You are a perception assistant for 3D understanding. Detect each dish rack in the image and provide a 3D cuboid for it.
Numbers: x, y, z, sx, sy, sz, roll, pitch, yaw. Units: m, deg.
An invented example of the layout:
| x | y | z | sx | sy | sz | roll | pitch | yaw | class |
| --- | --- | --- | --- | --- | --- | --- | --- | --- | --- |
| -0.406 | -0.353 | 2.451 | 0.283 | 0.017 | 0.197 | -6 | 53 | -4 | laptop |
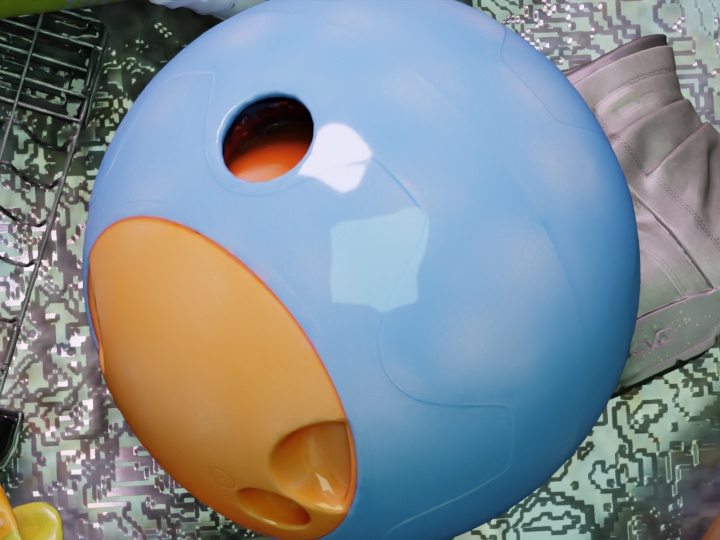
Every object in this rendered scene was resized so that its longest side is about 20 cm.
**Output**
| x | y | z | sx | sy | sz | roll | pitch | yaw | class |
| --- | --- | --- | --- | --- | --- | --- | --- | --- | --- |
| -0.185 | -0.031 | 0.880 | 0.152 | 0.055 | 0.201 | 16 | 83 | -5 | dish rack |

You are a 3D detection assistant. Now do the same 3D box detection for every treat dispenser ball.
| x | y | z | sx | sy | sz | roll | pitch | yaw | class |
| --- | --- | --- | --- | --- | --- | --- | --- | --- | --- |
| 0.000 | 0.000 | 0.807 | 0.199 | 0.201 | 0.203 | 0 | 86 | -5 | treat dispenser ball |

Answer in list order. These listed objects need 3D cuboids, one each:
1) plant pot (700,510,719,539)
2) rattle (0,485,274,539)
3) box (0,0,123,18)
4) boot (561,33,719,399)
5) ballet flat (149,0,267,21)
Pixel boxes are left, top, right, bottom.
| x | y | z | sx | sy | sz | roll | pitch | yaw | class |
| --- | --- | --- | --- | --- | --- | --- | --- | --- | --- |
| 0.234 | 0.087 | 0.861 | 0.186 | 0.186 | 0.201 | 28 | 71 | -3 | plant pot |
| -0.088 | 0.096 | 0.842 | 0.199 | 0.131 | 0.143 | -18 | 56 | -35 | rattle |
| -0.094 | -0.166 | 0.868 | 0.199 | 0.048 | 0.123 | -12 | 87 | -26 | box |
| 0.143 | -0.040 | 0.906 | 0.199 | 0.068 | 0.131 | -23 | 83 | -8 | boot |
| -0.026 | -0.126 | 0.838 | 0.199 | 0.072 | 0.072 | -20 | 88 | -24 | ballet flat |
